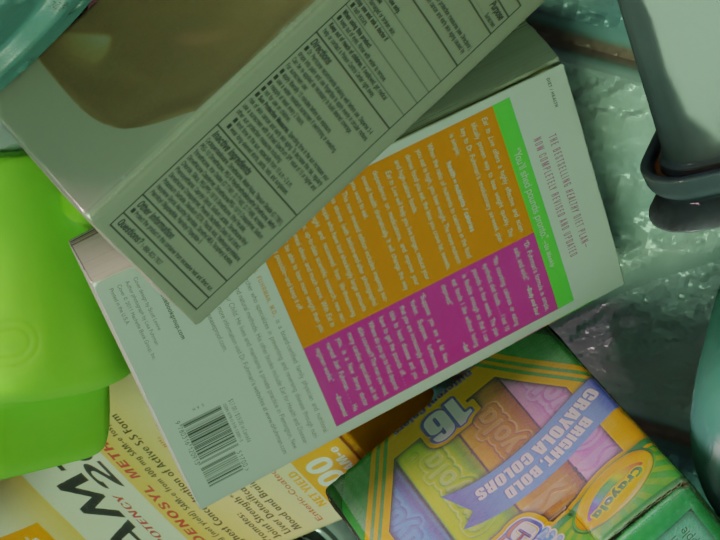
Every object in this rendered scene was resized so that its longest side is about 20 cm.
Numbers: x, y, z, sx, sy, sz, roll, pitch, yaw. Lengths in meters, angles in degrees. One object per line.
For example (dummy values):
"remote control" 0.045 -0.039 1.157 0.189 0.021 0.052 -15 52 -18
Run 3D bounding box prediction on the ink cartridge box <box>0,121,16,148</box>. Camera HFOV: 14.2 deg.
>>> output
"ink cartridge box" -0.236 -0.116 1.077 0.173 0.044 0.201 -20 83 6

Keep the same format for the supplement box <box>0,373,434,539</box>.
"supplement box" -0.085 0.069 1.303 0.200 0.074 0.126 -26 117 36

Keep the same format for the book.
"book" 0.000 0.000 1.156 0.200 0.048 0.134 -27 130 -7

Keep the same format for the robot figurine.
"robot figurine" -0.149 -0.019 1.190 0.175 0.115 0.201 8 104 47

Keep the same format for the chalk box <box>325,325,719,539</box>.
"chalk box" 0.095 0.134 1.177 0.124 0.200 0.125 -39 123 -1

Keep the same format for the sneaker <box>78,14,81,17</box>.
"sneaker" -0.176 -0.134 1.132 0.200 0.089 0.074 44 92 11

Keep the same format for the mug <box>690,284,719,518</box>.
"mug" 0.212 0.048 1.150 0.152 0.115 0.185 19 134 2

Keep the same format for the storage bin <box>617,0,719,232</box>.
"storage bin" 0.175 -0.109 1.019 0.199 0.146 0.135 -13 115 29

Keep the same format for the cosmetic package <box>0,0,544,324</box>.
"cosmetic package" -0.025 -0.086 1.050 0.071 0.200 0.105 46 177 31

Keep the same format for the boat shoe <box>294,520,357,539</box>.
"boat shoe" -0.086 0.160 1.395 0.200 0.057 0.069 -23 119 34

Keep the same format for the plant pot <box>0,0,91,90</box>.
"plant pot" -0.174 -0.127 0.954 0.161 0.201 0.201 49 131 2
